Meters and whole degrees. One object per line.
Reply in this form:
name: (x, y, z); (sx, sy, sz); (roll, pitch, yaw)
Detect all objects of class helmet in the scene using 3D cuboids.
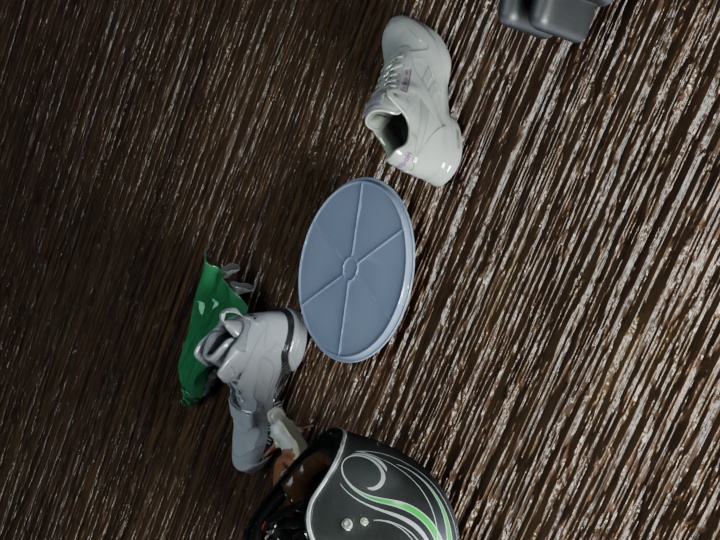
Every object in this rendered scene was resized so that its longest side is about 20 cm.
helmet: (0.003, 0.268, 1.292); (0.200, 0.190, 0.200); (-46, 11, 11)

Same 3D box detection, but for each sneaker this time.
sneaker: (0.047, -0.187, 1.408); (0.075, 0.099, 0.203); (-40, 51, 42)
sneaker: (-0.140, 0.135, 1.566); (0.075, 0.114, 0.203); (30, 106, 51)

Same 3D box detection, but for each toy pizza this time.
toy pizza: (0.000, 0.000, 1.483); (0.199, 0.031, 0.204); (-13, 73, 50)

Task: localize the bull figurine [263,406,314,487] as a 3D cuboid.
bull figurine: (-0.068, 0.247, 1.477); (0.121, 0.064, 0.203); (125, 140, -79)

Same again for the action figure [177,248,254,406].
action figure: (-0.187, 0.089, 1.689); (0.118, 0.054, 0.202); (53, 130, 42)

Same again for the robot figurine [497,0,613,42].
robot figurine: (0.188, -0.314, 1.236); (0.148, 0.125, 0.203); (13, 94, 11)
